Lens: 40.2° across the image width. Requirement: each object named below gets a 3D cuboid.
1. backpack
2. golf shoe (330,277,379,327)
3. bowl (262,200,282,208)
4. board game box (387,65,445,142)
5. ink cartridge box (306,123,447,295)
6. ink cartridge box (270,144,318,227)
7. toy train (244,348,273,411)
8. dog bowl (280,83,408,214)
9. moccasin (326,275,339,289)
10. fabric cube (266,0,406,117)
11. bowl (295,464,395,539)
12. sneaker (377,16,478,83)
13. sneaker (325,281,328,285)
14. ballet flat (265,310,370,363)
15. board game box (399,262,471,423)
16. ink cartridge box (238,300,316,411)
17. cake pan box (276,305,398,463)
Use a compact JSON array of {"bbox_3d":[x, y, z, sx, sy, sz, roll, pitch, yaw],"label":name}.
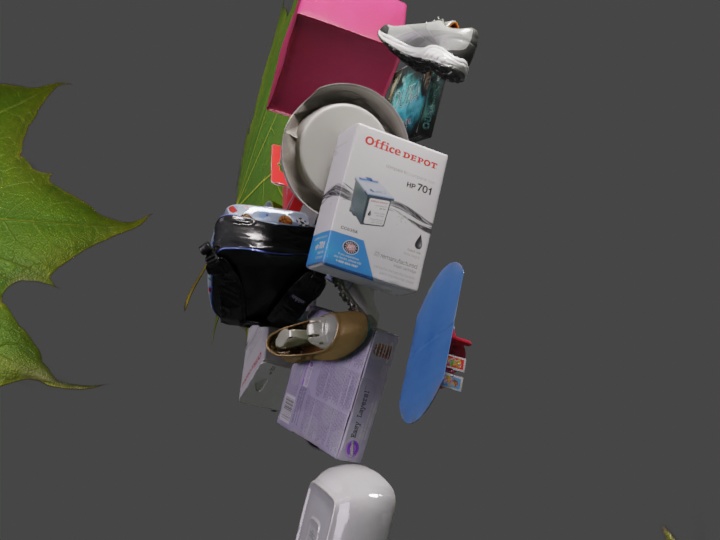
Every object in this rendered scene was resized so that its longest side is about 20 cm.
[{"bbox_3d":[-0.155,-0.001,1.526,0.155,0.197,0.192,-89,13,-46],"label":"backpack"},{"bbox_3d":[0.000,0.000,1.531,0.201,0.096,0.079,63,180,35],"label":"golf shoe"},{"bbox_3d":[-0.166,-0.034,2.027,0.200,0.106,0.203,-164,90,-73],"label":"bowl"},{"bbox_3d":[0.083,-0.270,1.583,0.200,0.028,0.137,-179,104,-72],"label":"board game box"},{"bbox_3d":[0.024,-0.083,1.375,0.086,0.145,0.203,170,116,-71],"label":"ink cartridge box"},{"bbox_3d":[-0.065,-0.126,1.630,0.117,0.198,0.068,-95,27,-50],"label":"ink cartridge box"},{"bbox_3d":[-0.175,0.203,1.908,0.200,0.084,0.116,-163,77,-71],"label":"toy train"},{"bbox_3d":[-0.028,-0.170,1.446,0.059,0.198,0.203,178,108,-70],"label":"dog bowl"},{"bbox_3d":[-0.043,-0.023,1.678,0.081,0.068,0.200,-54,43,2],"label":"moccasin"},{"bbox_3d":[-0.041,-0.381,1.750,0.201,0.194,0.201,-86,17,-52],"label":"fabric cube"},{"bbox_3d":[-0.033,0.363,1.313,0.200,0.074,0.202,-173,98,-71],"label":"bowl"},{"bbox_3d":[0.102,-0.338,1.461,0.199,0.074,0.080,30,91,46],"label":"sneaker"},{"bbox_3d":[-0.068,-0.044,1.812,0.201,0.074,0.085,-63,1,44],"label":"sneaker"},{"bbox_3d":[-0.068,0.099,1.425,0.199,0.063,0.070,-23,58,47],"label":"ballet flat"},{"bbox_3d":[0.101,0.093,1.193,0.158,0.038,0.202,130,156,-64],"label":"board game box"},{"bbox_3d":[-0.138,0.112,1.662,0.147,0.085,0.202,125,154,-48],"label":"ink cartridge box"},{"bbox_3d":[-0.039,0.167,1.452,0.183,0.052,0.203,13,87,57],"label":"cake pan box"}]
